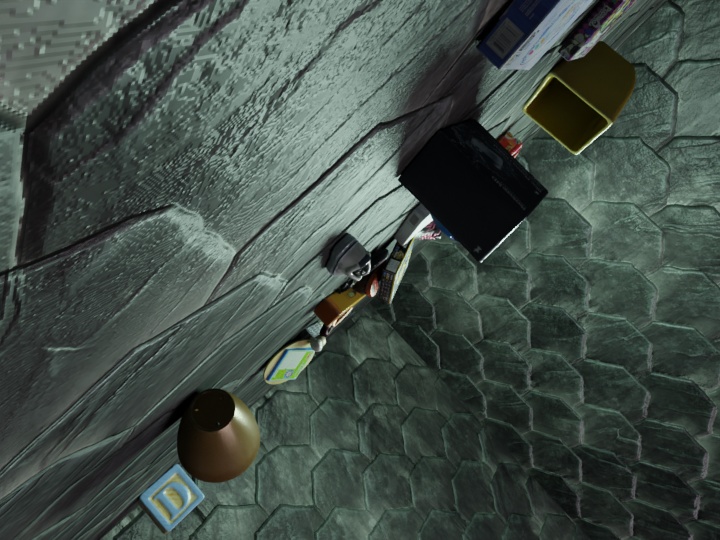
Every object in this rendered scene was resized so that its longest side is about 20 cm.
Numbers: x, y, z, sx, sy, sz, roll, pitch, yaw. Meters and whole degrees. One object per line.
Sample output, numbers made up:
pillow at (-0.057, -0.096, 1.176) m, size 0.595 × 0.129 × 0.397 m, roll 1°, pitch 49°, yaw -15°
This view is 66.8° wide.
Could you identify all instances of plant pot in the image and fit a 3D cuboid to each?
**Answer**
plant pot at (-0.310, 0.336, 1.179) m, size 0.186 × 0.186 × 0.200 m, roll -40°, pitch 160°, yaw -31°
plant pot at (0.579, -0.461, 1.402) m, size 0.200 × 0.194 × 0.196 m, roll -47°, pitch 176°, yaw -12°

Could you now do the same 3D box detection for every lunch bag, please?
lunch bag at (0.409, -0.336, 1.702) m, size 0.200 × 0.082 × 0.176 m, roll -44°, pitch 171°, yaw -7°

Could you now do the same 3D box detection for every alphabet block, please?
alphabet block at (-0.802, 0.968, 2.309) m, size 0.196 × 0.195 × 0.200 m, roll -38°, pitch 173°, yaw -34°

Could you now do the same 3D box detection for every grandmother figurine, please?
grandmother figurine at (-0.099, 0.179, 1.802) m, size 0.200 × 0.061 × 0.121 m, roll -56°, pitch 168°, yaw -10°

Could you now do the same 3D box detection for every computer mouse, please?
computer mouse at (0.000, 0.000, 1.560) m, size 0.200 × 0.034 × 0.059 m, roll -40°, pitch -167°, yaw 15°

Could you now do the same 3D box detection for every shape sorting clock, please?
shape sorting clock at (-0.236, 0.303, 1.814) m, size 0.200 × 0.039 × 0.200 m, roll -27°, pitch 143°, yaw -22°

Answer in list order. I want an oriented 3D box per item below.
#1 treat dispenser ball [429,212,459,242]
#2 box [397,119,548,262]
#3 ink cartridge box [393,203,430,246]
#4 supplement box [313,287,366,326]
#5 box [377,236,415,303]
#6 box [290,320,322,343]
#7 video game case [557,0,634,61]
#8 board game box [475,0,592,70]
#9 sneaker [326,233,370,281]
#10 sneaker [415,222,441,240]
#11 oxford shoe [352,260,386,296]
treat dispenser ball at (0.247, -0.157, 1.185) m, size 0.201 × 0.201 × 0.201 m, roll -43°, pitch 175°, yaw -5°
box at (0.202, -0.146, 0.950) m, size 0.117 × 0.197 × 0.200 m, roll -48°, pitch 173°, yaw 34°
ink cartridge box at (0.192, -0.167, 1.558) m, size 0.176 × 0.045 × 0.200 m, roll -41°, pitch 175°, yaw -22°
supplement box at (-0.059, 0.095, 1.636) m, size 0.069 × 0.067 × 0.200 m, roll -46°, pitch 174°, yaw 29°
box at (0.111, -0.010, 1.698) m, size 0.200 × 0.049 × 0.160 m, roll 96°, pitch 17°, yaw -61°
box at (-0.198, 0.253, 1.941) m, size 0.161 × 0.049 × 0.200 m, roll -47°, pitch 172°, yaw 15°
video game case at (0.502, -0.520, 1.127) m, size 0.181 × 0.036 × 0.200 m, roll -49°, pitch 173°, yaw 36°
board game box at (0.239, -0.326, 0.636) m, size 0.200 × 0.043 × 0.199 m, roll -47°, pitch 173°, yaw 31°
sneaker at (-0.020, -0.010, 1.056) m, size 0.073 × 0.071 × 0.200 m, roll -43°, pitch 175°, yaw -7°
sneaker at (0.217, -0.132, 1.765) m, size 0.200 × 0.095 × 0.079 m, roll -39°, pitch 175°, yaw -32°
oxford shoe at (0.037, 0.001, 1.712) m, size 0.200 × 0.072 × 0.071 m, roll -56°, pitch 148°, yaw -48°
